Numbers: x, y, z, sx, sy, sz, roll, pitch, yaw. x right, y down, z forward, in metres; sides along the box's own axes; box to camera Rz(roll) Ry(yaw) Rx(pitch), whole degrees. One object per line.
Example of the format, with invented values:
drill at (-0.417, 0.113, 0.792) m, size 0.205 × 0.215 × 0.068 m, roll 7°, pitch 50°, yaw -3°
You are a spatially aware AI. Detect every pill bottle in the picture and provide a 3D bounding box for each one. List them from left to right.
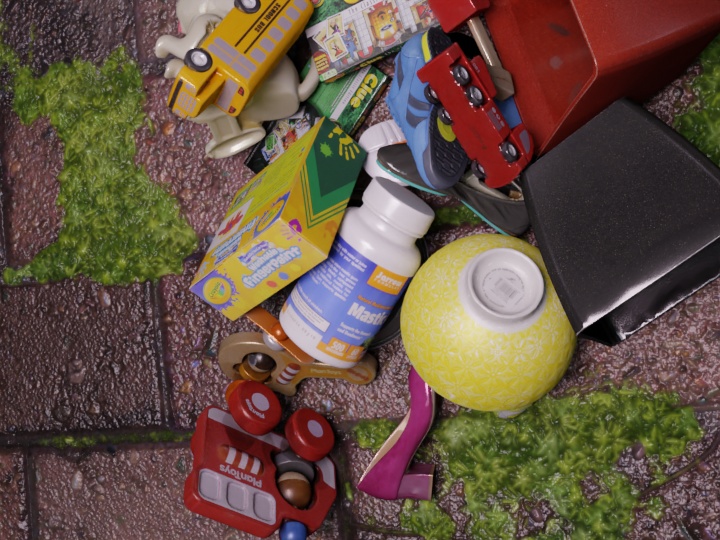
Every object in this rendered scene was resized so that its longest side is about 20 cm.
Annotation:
pill bottle at (0.000, 0.000, 1.039) m, size 0.112 × 0.112 × 0.202 m, roll 37°, pitch 107°, yaw 17°

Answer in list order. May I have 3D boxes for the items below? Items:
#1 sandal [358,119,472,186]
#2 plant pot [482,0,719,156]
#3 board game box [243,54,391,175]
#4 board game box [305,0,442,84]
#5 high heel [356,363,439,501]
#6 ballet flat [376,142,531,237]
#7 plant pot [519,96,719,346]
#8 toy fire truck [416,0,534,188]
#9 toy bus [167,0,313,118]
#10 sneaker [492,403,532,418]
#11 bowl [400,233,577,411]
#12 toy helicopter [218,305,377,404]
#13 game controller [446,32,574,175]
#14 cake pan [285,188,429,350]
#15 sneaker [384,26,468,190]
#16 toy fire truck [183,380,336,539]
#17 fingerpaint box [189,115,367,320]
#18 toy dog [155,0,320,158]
sandal at (0.099, -0.145, 1.081) m, size 0.203 × 0.059 × 0.081 m, roll -12°, pitch 84°, yaw -1°
plant pot at (0.252, -0.264, 0.935) m, size 0.173 × 0.200 × 0.203 m, roll -15°, pitch 77°, yaw -9°
board game box at (-0.056, -0.187, 1.154) m, size 0.105 × 0.023 × 0.201 m, roll 40°, pitch 104°, yaw 19°
board game box at (0.027, -0.307, 1.069) m, size 0.198 × 0.023 × 0.106 m, roll -22°, pitch 79°, yaw 20°
high heel at (0.044, 0.178, 1.090) m, size 0.094 × 0.067 × 0.204 m, roll 4°, pitch 95°, yaw 10°
ballet flat at (0.114, -0.107, 1.017) m, size 0.198 × 0.068 × 0.069 m, roll 25°, pitch 118°, yaw -18°
plant pot at (0.278, -0.056, 0.945) m, size 0.199 × 0.199 × 0.179 m, roll -36°, pitch 69°, yaw 17°
toy fire truck at (0.125, -0.200, 0.962) m, size 0.048 × 0.141 × 0.201 m, roll -27°, pitch 101°, yaw 41°
toy bus at (-0.134, -0.243, 1.020) m, size 0.078 × 0.201 × 0.065 m, roll 35°, pitch 146°, yaw -8°
sneaker at (0.160, 0.063, 1.057) m, size 0.104 × 0.076 × 0.202 m, roll -26°, pitch 80°, yaw 0°
bowl at (0.144, 0.037, 0.969) m, size 0.196 × 0.108 × 0.203 m, roll 1°, pitch 64°, yaw -3°
toy helicopter at (-0.077, 0.107, 1.121) m, size 0.196 × 0.080 × 0.134 m, roll 3°, pitch 133°, yaw 3°
game controller at (0.157, -0.182, 1.032) m, size 0.198 × 0.042 × 0.105 m, roll 32°, pitch 80°, yaw 8°
cake pan at (-0.013, -0.001, 1.130) m, size 0.197 × 0.037 × 0.204 m, roll 0°, pitch 90°, yaw 21°
sneaker at (0.067, -0.163, 0.979) m, size 0.078 × 0.065 × 0.203 m, roll -27°, pitch 53°, yaw 37°
toy fire truck at (-0.114, 0.242, 1.076) m, size 0.199 × 0.169 × 0.112 m, roll 31°, pitch 122°, yaw -25°
fingerpaint box at (-0.094, -0.056, 1.056) m, size 0.073 × 0.168 × 0.199 m, roll 37°, pitch 138°, yaw -20°
toy dog at (-0.160, -0.276, 1.125) m, size 0.191 × 0.140 × 0.203 m, roll -24°, pitch 72°, yaw 6°
